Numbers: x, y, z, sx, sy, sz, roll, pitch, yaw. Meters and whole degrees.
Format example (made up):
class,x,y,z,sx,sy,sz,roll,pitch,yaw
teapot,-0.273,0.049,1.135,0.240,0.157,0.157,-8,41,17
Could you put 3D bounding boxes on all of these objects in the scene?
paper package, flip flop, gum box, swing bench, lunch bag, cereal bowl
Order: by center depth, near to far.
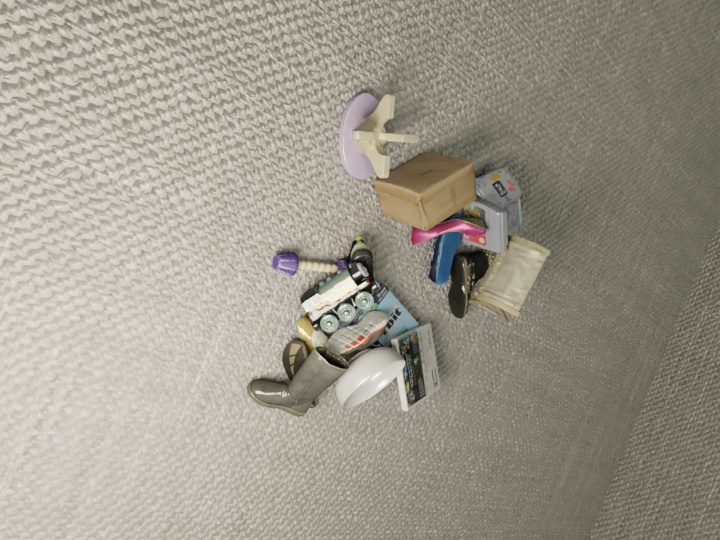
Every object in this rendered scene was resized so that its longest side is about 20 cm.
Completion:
class,x,y,z,sx,sy,sz,roll,pitch,yaw
flip flop,-0.141,0.257,1.381,0.058,0.080,0.202,-43,128,-46
paper package,0.166,-0.207,1.387,0.199,0.190,0.104,-32,126,-25
cereal bowl,0.014,0.263,1.411,0.199,0.084,0.201,-32,157,-15
gum box,0.054,0.154,1.511,0.170,0.044,0.200,-52,129,-12
swing bench,0.415,0.023,1.538,0.200,0.129,0.200,-61,171,-7
lunch bag,0.385,-0.187,1.606,0.169,0.127,0.202,-26,115,-34

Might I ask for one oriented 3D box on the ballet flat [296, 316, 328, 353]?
class,x,y,z,sx,sy,sz,roll,pitch,yaw
ballet flat,-0.098,0.196,1.393,0.069,0.062,0.201,-55,134,-38

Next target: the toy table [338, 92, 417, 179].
class,x,y,z,sx,sy,sz,roll,pitch,yaw
toy table,0.033,-0.316,1.299,0.182,0.117,0.202,-19,114,-32

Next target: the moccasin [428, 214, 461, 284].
class,x,y,z,sx,sy,sz,roll,pitch,yaw
moccasin,0.230,-0.064,1.565,0.080,0.068,0.202,17,92,-32

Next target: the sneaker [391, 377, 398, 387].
class,x,y,z,sx,sy,sz,roll,pitch,yaw
sneaker,0.123,0.300,1.582,0.200,0.080,0.071,31,87,-47

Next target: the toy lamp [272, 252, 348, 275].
class,x,y,z,sx,sy,sz,roll,pitch,yaw
toy lamp,-0.119,-0.012,1.318,0.198,0.058,0.059,3,102,-39

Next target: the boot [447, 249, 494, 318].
class,x,y,z,sx,sy,sz,roll,pitch,yaw
boot,0.346,0.036,1.682,0.153,0.073,0.206,-19,117,-35

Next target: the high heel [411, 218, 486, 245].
class,x,y,z,sx,sy,sz,roll,pitch,yaw
high heel,0.236,-0.095,1.484,0.067,0.198,0.097,8,96,-74

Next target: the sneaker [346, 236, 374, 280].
class,x,y,z,sx,sy,sz,roll,pitch,yaw
sneaker,0.000,0.000,1.403,0.071,0.083,0.201,-4,134,-13

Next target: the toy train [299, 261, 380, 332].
class,x,y,z,sx,sy,sz,roll,pitch,yaw
toy train,-0.051,0.065,1.325,0.199,0.085,0.114,-33,102,11

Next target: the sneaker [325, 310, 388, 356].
class,x,y,z,sx,sy,sz,roll,pitch,yaw
sneaker,-0.002,0.182,1.401,0.199,0.077,0.083,-27,132,-31

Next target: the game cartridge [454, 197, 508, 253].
class,x,y,z,sx,sy,sz,roll,pitch,yaw
game cartridge,0.327,-0.135,1.528,0.041,0.199,0.135,-17,114,-29

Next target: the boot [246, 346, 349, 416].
class,x,y,z,sx,sy,sz,roll,pitch,yaw
boot,-0.150,0.254,1.294,0.180,0.073,0.200,22,128,-24

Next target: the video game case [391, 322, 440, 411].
class,x,y,z,sx,sy,sz,roll,pitch,yaw
video game case,0.158,0.267,1.540,0.181,0.023,0.203,-16,99,-50
